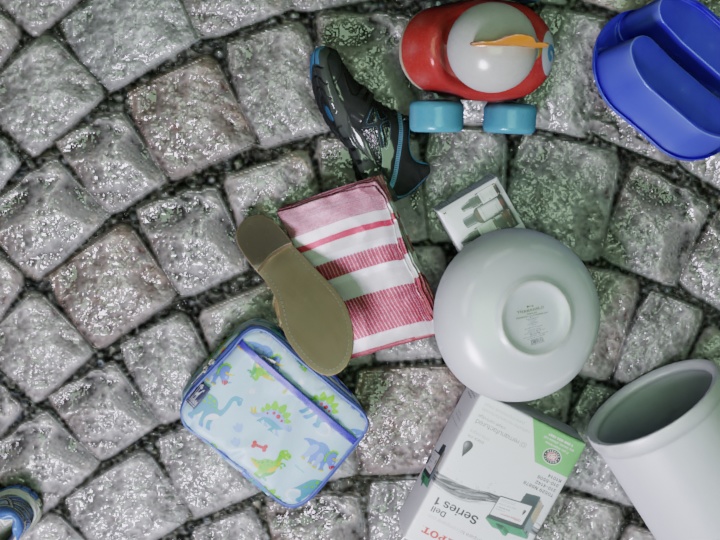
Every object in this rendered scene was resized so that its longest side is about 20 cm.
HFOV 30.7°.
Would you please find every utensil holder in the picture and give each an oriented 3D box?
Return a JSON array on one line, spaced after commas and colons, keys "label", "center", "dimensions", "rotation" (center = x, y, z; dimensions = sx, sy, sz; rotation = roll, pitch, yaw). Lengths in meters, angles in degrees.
[{"label": "utensil holder", "center": [0.388, 0.231, 1.532], "dimensions": [0.170, 0.170, 0.200], "rotation": [-33, 102, 2]}]

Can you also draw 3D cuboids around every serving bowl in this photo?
[{"label": "serving bowl", "center": [0.186, 0.052, 1.478], "dimensions": [0.200, 0.066, 0.200], "rotation": [-1, 92, -15]}]

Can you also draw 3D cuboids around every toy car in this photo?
[{"label": "toy car", "center": [0.150, -0.238, 1.412], "dimensions": [0.177, 0.200, 0.184], "rotation": [0, 98, -17]}]

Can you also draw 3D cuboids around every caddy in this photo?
[{"label": "caddy", "center": [0.358, -0.216, 1.490], "dimensions": [0.200, 0.105, 0.141], "rotation": [39, 73, -8]}]

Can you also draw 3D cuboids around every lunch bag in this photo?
[{"label": "lunch bag", "center": [-0.100, 0.163, 1.538], "dimensions": [0.200, 0.082, 0.161], "rotation": [43, 92, -10]}]

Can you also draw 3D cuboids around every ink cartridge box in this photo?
[{"label": "ink cartridge box", "center": [0.154, 0.252, 1.562], "dimensions": [0.146, 0.084, 0.200], "rotation": [26, 96, -6]}]

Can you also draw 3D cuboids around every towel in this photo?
[{"label": "towel", "center": [0.000, 0.000, 1.512], "dimensions": [0.144, 0.023, 0.200], "rotation": [-17, 103, 31]}]

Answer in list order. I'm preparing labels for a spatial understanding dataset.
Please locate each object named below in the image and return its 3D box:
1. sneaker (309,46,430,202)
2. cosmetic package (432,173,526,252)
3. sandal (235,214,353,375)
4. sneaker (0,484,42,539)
[{"label": "sneaker", "center": [0.008, -0.172, 1.500], "dimensions": [0.082, 0.073, 0.200], "rotation": [-29, 108, -7]}, {"label": "cosmetic package", "center": [0.170, -0.006, 1.538], "dimensions": [0.083, 0.051, 0.200], "rotation": [-30, 99, 3]}, {"label": "sandal", "center": [-0.071, 0.031, 1.529], "dimensions": [0.078, 0.070, 0.212], "rotation": [-33, 76, -4]}, {"label": "sneaker", "center": [-0.467, 0.331, 1.542], "dimensions": [0.200, 0.085, 0.077], "rotation": [-42, 99, 5]}]
